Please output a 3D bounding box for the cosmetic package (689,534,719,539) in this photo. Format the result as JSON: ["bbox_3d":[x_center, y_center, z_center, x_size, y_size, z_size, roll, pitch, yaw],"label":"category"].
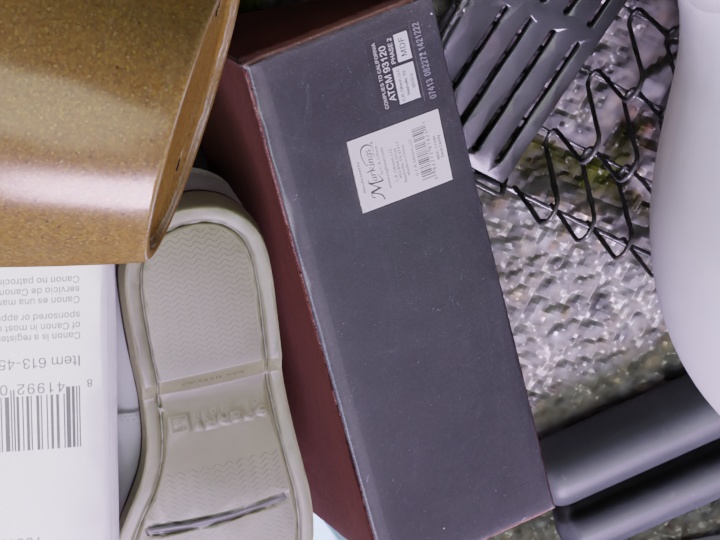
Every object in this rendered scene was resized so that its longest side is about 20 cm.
[{"bbox_3d":[0.143,0.166,1.083,0.199,0.071,0.102,-10,121,-4],"label":"cosmetic package"}]

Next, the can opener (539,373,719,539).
[{"bbox_3d":[0.165,0.059,1.028,0.200,0.067,0.053,-24,120,4],"label":"can opener"}]

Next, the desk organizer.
[{"bbox_3d":[0.000,0.000,0.955,0.072,0.077,0.200,-23,114,-19],"label":"desk organizer"}]

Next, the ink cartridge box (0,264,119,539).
[{"bbox_3d":[-0.154,0.072,0.887,0.144,0.084,0.201,-2,108,-10],"label":"ink cartridge box"}]

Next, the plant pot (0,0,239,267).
[{"bbox_3d":[-0.142,-0.077,0.780,0.199,0.186,0.187,17,117,2],"label":"plant pot"}]

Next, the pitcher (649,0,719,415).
[{"bbox_3d":[0.154,-0.026,0.855,0.121,0.172,0.200,-16,119,-3],"label":"pitcher"}]

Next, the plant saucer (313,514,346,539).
[{"bbox_3d":[-0.078,0.149,1.060,0.200,0.027,0.201,-4,120,-8],"label":"plant saucer"}]

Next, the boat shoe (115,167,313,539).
[{"bbox_3d":[-0.059,0.056,0.966,0.075,0.068,0.201,-4,115,-14],"label":"boat shoe"}]

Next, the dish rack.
[{"bbox_3d":[0.125,-0.058,0.961,0.200,0.055,0.154,25,112,-22],"label":"dish rack"}]
